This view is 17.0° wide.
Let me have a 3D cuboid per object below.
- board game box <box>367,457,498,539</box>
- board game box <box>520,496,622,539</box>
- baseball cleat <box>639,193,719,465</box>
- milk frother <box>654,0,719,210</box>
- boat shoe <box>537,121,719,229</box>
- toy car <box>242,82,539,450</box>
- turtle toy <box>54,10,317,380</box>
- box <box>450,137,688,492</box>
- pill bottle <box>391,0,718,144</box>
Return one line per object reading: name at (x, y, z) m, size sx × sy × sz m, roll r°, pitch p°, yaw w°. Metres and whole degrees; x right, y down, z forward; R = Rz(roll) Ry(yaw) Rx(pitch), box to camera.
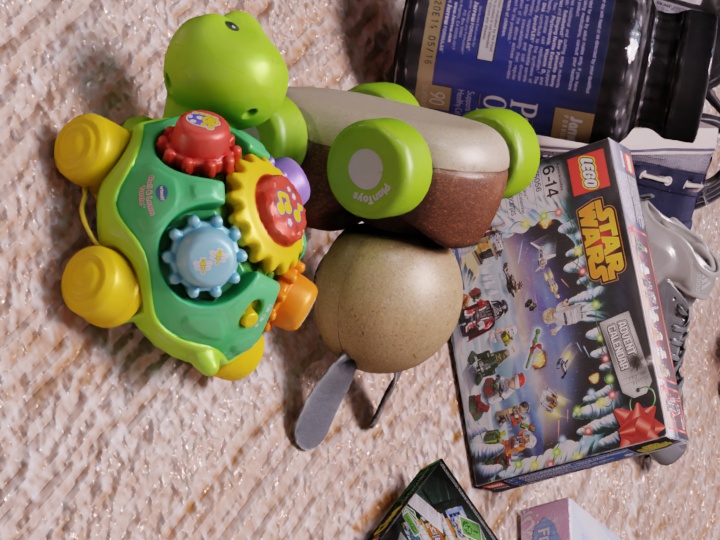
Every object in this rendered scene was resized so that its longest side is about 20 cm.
board game box at (0.077, 0.220, 1.430) m, size 0.200 × 0.023 × 0.105 m, roll 56°, pitch 35°, yaw -9°
board game box at (0.172, 0.281, 1.589) m, size 0.199 × 0.043 × 0.200 m, roll 41°, pitch 41°, yaw -44°
baseball cleat at (0.220, 0.043, 1.750) m, size 0.200 × 0.106 × 0.070 m, roll 68°, pitch 23°, yaw -12°
milk frother at (0.259, -0.175, 1.945) m, size 0.180 × 0.200 × 0.188 m, roll 33°, pitch 24°, yaw -5°
boat shoe at (0.188, -0.069, 1.799) m, size 0.200 × 0.075 × 0.093 m, roll 0°, pitch 107°, yaw -39°
toy car at (0.000, 0.000, 1.395) m, size 0.164 × 0.157 × 0.201 m, roll -10°, pitch 112°, yaw -59°
turtle toy at (-0.080, -0.040, 1.259) m, size 0.146 × 0.101 × 0.201 m, roll 28°, pitch 51°, yaw -53°
box at (0.125, 0.030, 1.551) m, size 0.040 × 0.137 × 0.201 m, roll 20°, pitch 56°, yaw -59°
pill bottle at (0.127, -0.142, 1.570) m, size 0.112 × 0.199 × 0.112 m, roll 11°, pitch 90°, yaw -85°
